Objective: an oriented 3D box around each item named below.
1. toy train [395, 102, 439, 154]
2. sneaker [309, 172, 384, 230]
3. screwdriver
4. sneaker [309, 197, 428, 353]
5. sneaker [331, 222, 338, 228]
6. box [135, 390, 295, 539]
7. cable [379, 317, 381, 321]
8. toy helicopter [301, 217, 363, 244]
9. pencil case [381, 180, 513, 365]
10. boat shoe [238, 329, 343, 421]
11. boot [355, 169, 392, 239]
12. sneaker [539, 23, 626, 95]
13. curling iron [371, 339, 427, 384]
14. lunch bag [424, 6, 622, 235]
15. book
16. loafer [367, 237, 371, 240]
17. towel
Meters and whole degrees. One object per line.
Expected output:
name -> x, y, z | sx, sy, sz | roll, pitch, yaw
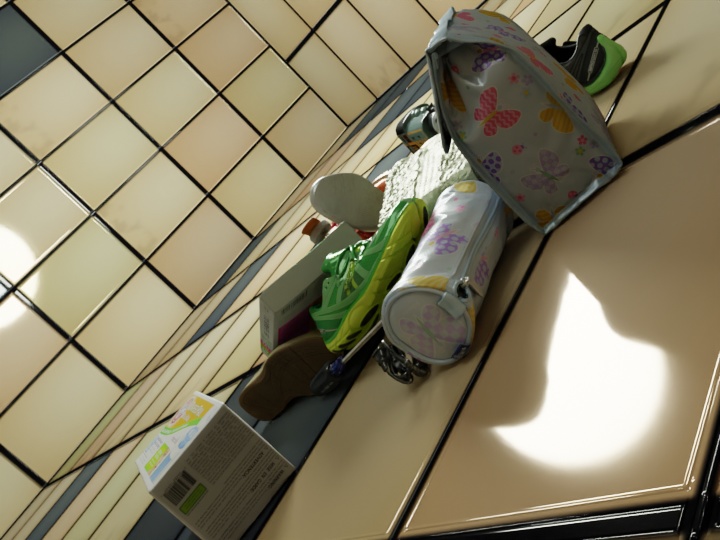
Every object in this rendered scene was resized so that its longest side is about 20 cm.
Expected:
toy train -> 0.119, -0.196, 1.215 | 0.085, 0.114, 0.200 | -47, 11, -2
sneaker -> 0.005, -0.080, 1.114 | 0.088, 0.198, 0.076 | -19, 70, 51
screwdriver -> -0.014, 0.085, 0.850 | 0.028, 0.029, 0.200 | -51, -5, -37
sneaker -> 0.000, 0.000, 0.850 | 0.074, 0.084, 0.201 | -19, -32, -53
sneaker -> -0.002, -0.111, 1.443 | 0.200, 0.085, 0.077 | -51, 13, -21
box -> -0.164, 0.209, 0.883 | 0.113, 0.101, 0.200 | -50, 12, -17
cable -> -0.006, 0.072, 0.991 | 0.200, 0.050, 0.098 | -52, 15, 48
toy helicopter -> -0.037, -0.019, 1.130 | 0.079, 0.132, 0.200 | -50, 12, -19
pencil case -> 0.085, -0.005, 0.753 | 0.091, 0.082, 0.201 | -65, -3, 38
boat shoe -> -0.081, 0.114, 0.989 | 0.200, 0.071, 0.065 | -38, 15, 43
boot -> 0.016, -0.069, 1.288 | 0.200, 0.075, 0.108 | -48, 11, 39
sneaker -> 0.238, -0.241, 1.011 | 0.077, 0.084, 0.200 | -52, 13, -32
curling iron -> 0.045, 0.053, 0.805 | 0.026, 0.049, 0.200 | -57, 6, 22
lunch bag -> 0.140, -0.158, 0.787 | 0.127, 0.200, 0.170 | -40, 13, 23
book -> -0.063, 0.035, 0.983 | 0.133, 0.048, 0.200 | -41, -12, -20
loafer -> 0.071, -0.036, 0.976 | 0.199, 0.073, 0.072 | -22, 15, 42
towel -> 0.083, -0.108, 0.930 | 0.148, 0.037, 0.201 | -34, 21, 24
